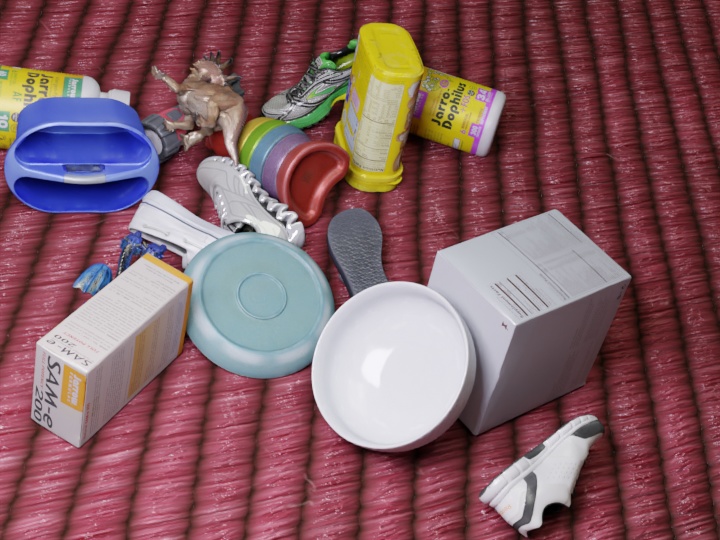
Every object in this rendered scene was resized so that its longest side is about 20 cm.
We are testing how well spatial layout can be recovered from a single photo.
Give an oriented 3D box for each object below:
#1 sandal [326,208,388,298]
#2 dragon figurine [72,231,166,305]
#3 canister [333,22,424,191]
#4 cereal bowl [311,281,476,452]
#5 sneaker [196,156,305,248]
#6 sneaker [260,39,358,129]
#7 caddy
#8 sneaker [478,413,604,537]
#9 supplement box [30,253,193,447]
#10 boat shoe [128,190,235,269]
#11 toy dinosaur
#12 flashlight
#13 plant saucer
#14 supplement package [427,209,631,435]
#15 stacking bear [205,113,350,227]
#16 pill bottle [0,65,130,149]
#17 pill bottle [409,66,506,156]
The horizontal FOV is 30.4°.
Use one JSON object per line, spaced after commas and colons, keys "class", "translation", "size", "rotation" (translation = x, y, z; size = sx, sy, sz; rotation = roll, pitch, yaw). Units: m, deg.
{"class": "sandal", "translation": [-0.001, 0.000, 1.766], "size": [0.076, 0.043, 0.201], "rotation": [-5, 53, -12]}
{"class": "dragon figurine", "translation": [-0.307, 0.031, 1.584], "size": [0.059, 0.100, 0.200], "rotation": [27, 42, 15]}
{"class": "canister", "translation": [0.026, -0.237, 1.914], "size": [0.086, 0.201, 0.149], "rotation": [0, 42, -16]}
{"class": "cereal bowl", "translation": [0.048, 0.119, 1.557], "size": [0.200, 0.200, 0.083], "rotation": [45, 5, 31]}
{"class": "sneaker", "translation": [-0.164, -0.084, 1.787], "size": [0.081, 0.075, 0.200], "rotation": [-33, 56, -28]}
{"class": "sneaker", "translation": [-0.066, -0.285, 1.989], "size": [0.199, 0.085, 0.078], "rotation": [-31, 50, 3]}
{"class": "caddy", "translation": [-0.366, -0.146, 1.738], "size": [0.199, 0.142, 0.105], "rotation": [-2, 40, -18]}
{"class": "sneaker", "translation": [0.225, 0.240, 1.544], "size": [0.200, 0.074, 0.080], "rotation": [-31, 72, -35]}
{"class": "supplement box", "translation": [-0.282, 0.088, 1.506], "size": [0.073, 0.126, 0.200], "rotation": [28, 41, 15]}
{"class": "boat shoe", "translation": [-0.208, -0.026, 1.717], "size": [0.199, 0.074, 0.067], "rotation": [29, 72, 11]}
{"class": "toy dinosaur", "translation": [-0.202, -0.234, 1.831], "size": [0.135, 0.086, 0.200], "rotation": [-25, 55, -35]}
{"class": "flashlight", "translation": [-0.247, -0.221, 1.924], "size": [0.067, 0.068, 0.200], "rotation": [-3, 24, 34]}
{"class": "plant saucer", "translation": [-0.125, 0.036, 1.638], "size": [0.199, 0.027, 0.201], "rotation": [8, 61, -14]}
{"class": "supplement package", "translation": [0.191, 0.061, 1.630], "size": [0.199, 0.192, 0.147], "rotation": [-19, 50, -34]}
{"class": "stacking bear", "translation": [-0.134, -0.165, 1.855], "size": [0.200, 0.122, 0.114], "rotation": [31, -2, 35]}
{"class": "pill bottle", "translation": [-0.421, -0.216, 1.822], "size": [0.199, 0.113, 0.113], "rotation": [6, 41, -11]}
{"class": "pill bottle", "translation": [0.116, -0.253, 2.035], "size": [0.199, 0.105, 0.104], "rotation": [18, 40, 5]}
